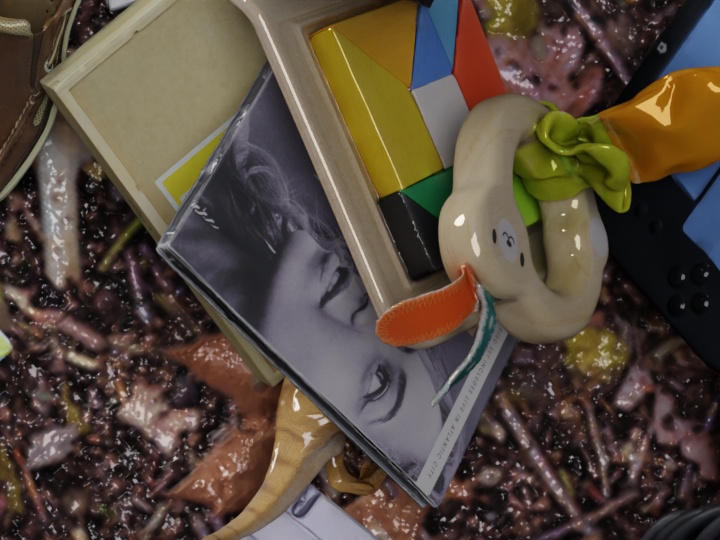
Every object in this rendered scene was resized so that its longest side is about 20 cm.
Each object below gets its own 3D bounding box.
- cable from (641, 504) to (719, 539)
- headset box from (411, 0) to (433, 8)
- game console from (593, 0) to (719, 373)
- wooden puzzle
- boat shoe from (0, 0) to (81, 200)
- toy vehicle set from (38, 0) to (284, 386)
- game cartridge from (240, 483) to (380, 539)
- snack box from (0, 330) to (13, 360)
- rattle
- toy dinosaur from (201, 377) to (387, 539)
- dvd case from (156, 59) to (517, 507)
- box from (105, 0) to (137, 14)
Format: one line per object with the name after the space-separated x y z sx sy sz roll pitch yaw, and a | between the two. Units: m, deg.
0.241 0.149 1.414 0.199 0.163 0.051 2 71 -9 | cable
-0.025 -0.195 1.322 0.200 0.149 0.075 27 95 3 | headset box
0.200 -0.065 1.394 0.177 0.031 0.200 50 116 34 | game console
0.033 -0.073 1.395 0.185 0.037 0.200 -26 89 -55 | wooden puzzle
-0.180 -0.123 1.378 0.075 0.075 0.203 21 96 8 | boat shoe
-0.056 -0.055 1.406 0.124 0.027 0.200 -39 113 -11 | toy vehicle set
-0.001 0.213 1.430 0.200 0.038 0.130 40 84 -6 | game cartridge
-0.292 0.011 1.379 0.142 0.053 0.200 -42 94 -9 | snack box
0.107 -0.016 1.325 0.143 0.200 0.131 4 109 21 | rattle
-0.022 0.080 1.401 0.106 0.060 0.200 33 64 -25 | toy dinosaur
0.000 0.000 1.379 0.200 0.016 0.149 45 52 -24 | dvd case
-0.086 -0.250 1.420 0.156 0.041 0.200 -19 91 5 | box
